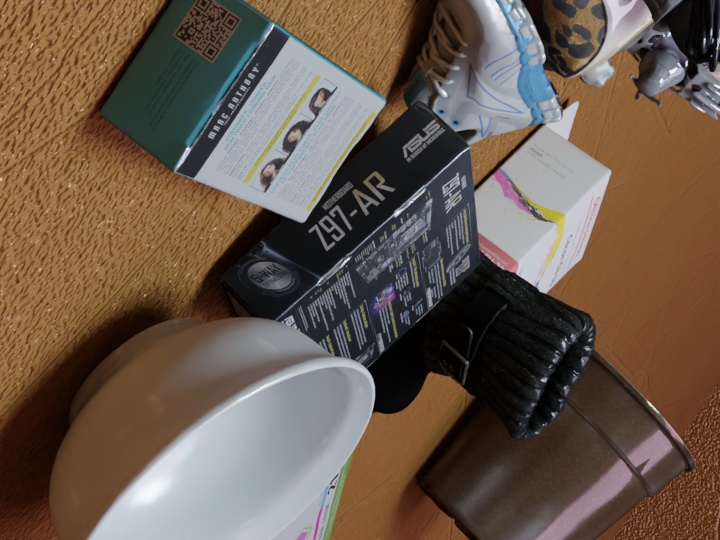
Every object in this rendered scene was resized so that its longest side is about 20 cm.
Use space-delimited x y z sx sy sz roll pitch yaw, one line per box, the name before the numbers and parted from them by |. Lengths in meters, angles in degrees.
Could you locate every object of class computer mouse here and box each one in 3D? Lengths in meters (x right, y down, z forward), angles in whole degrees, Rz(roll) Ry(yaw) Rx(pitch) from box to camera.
computer mouse | 0.204 -0.192 1.278 0.200 0.046 0.141 -24 118 -75

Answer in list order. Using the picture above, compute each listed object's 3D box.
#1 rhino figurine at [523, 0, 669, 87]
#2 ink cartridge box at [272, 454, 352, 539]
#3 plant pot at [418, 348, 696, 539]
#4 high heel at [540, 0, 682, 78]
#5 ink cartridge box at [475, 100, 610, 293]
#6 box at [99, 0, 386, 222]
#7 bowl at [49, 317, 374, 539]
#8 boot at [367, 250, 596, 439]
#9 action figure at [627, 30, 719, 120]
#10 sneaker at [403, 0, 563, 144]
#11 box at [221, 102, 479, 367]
rhino figurine | 0.190 -0.180 1.398 0.199 0.087 0.060 -24 116 -13
ink cartridge box | -0.102 0.198 1.433 0.200 0.076 0.148 -45 161 -33
plant pot | 0.173 0.182 1.995 0.198 0.200 0.200 -44 163 -6
high heel | 0.114 -0.190 1.240 0.071 0.143 0.200 -40 -179 -14
ink cartridge box | 0.120 -0.026 1.618 0.200 0.067 0.117 -44 161 -31
box | -0.053 -0.081 1.058 0.082 0.049 0.200 -55 164 4
bowl | -0.097 0.090 1.173 0.201 0.090 0.201 -33 156 -17
boot | 0.072 0.067 1.508 0.079 0.158 0.211 -43 160 -33
action figure | 0.231 -0.177 1.531 0.069 0.130 0.200 -29 -160 43
sneaker | 0.063 -0.124 1.269 0.086 0.075 0.200 -27 152 2
box | 0.000 0.000 1.314 0.160 0.044 0.200 -43 162 -9
